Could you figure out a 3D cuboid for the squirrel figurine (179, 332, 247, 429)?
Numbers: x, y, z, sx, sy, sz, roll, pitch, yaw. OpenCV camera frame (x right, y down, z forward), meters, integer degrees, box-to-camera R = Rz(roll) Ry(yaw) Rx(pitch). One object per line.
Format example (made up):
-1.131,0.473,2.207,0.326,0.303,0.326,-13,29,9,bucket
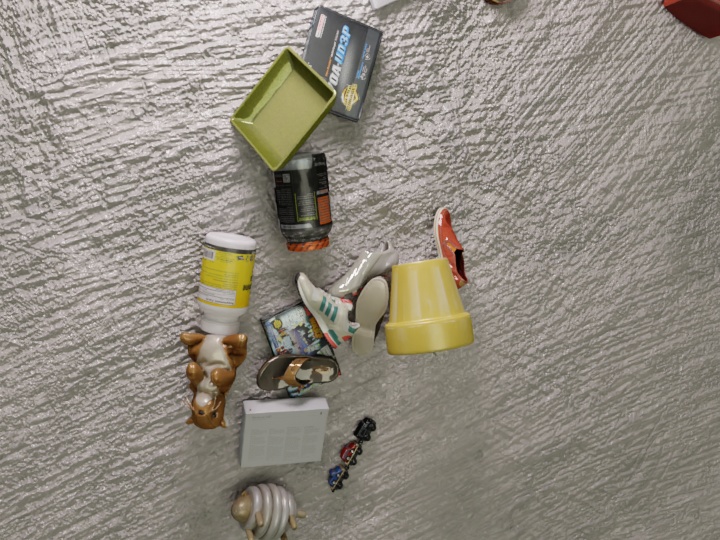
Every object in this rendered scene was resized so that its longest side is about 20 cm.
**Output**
-0.308,0.237,1.440,0.137,0.200,0.192,3,77,-5,squirrel figurine

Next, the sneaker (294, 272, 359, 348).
-0.071,0.073,1.515,0.092,0.070,0.202,-30,113,-1,sneaker

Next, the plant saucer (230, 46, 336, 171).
-0.151,-0.325,1.399,0.201,0.200,0.048,-48,147,10,plant saucer

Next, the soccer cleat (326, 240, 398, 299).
0.000,0.000,1.580,0.197,0.069,0.079,-28,103,-20,soccer cleat

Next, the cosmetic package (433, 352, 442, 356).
0.172,0.091,1.652,0.102,0.073,0.203,-30,108,-11,cosmetic package

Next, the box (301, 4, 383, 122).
-0.051,-0.446,1.482,0.155,0.046,0.205,15,95,-21,box

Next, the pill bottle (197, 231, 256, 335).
-0.288,0.028,1.454,0.109,0.112,0.206,7,99,-20,pill bottle

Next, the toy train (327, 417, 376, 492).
-0.026,0.451,1.672,0.045,0.034,0.203,30,89,-18,toy train

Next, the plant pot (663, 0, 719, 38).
0.879,-0.717,1.695,0.171,0.200,0.206,10,97,-10,plant pot

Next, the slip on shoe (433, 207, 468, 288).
0.217,-0.052,1.615,0.073,0.060,0.206,14,65,-54,slip on shoe

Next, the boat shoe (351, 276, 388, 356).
0.024,0.098,1.579,0.070,0.060,0.205,15,115,5,boat shoe

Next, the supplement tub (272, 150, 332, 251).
-0.124,-0.151,1.473,0.119,0.122,0.206,-9,103,-17,supplement tub

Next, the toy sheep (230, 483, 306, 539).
-0.211,0.562,1.575,0.197,0.137,0.141,23,92,-32,toy sheep

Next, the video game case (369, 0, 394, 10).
0.071,-0.704,1.490,0.179,0.023,0.204,-27,107,-13,video game case

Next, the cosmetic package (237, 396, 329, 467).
-0.179,0.372,1.574,0.195,0.052,0.154,1,118,-20,cosmetic package

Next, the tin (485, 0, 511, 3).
0.318,-0.720,1.567,0.109,0.042,0.206,-5,102,-23,tin

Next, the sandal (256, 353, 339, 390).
-0.136,0.234,1.535,0.195,0.054,0.084,3,100,-20,sandal

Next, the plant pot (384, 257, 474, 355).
0.142,0.077,1.508,0.195,0.200,0.195,-8,88,-18,plant pot

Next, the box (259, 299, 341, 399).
-0.137,0.177,1.575,0.134,0.040,0.205,-24,107,-15,box
